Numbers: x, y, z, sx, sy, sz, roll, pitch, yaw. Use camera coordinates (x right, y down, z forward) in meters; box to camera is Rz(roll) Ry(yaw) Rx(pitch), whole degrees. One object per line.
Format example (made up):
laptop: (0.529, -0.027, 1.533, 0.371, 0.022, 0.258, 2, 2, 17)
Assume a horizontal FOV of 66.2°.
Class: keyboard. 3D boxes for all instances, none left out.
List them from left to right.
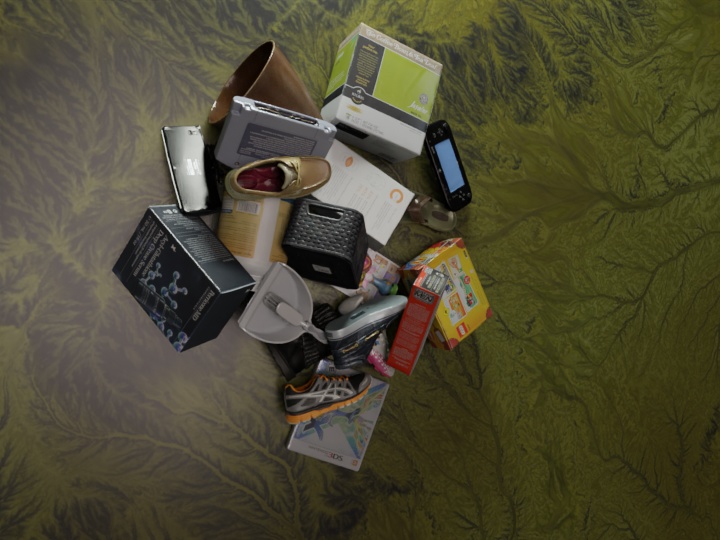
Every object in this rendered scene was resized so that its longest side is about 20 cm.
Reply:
keyboard: (-0.304, -0.181, 1.028, 0.102, 0.040, 0.204, -7, 64, -29)

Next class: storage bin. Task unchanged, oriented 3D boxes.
storage bin: (-0.062, -0.045, 1.061, 0.132, 0.201, 0.096, 12, 72, 8)

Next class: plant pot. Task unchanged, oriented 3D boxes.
plant pot: (-0.156, -0.291, 1.061, 0.199, 0.185, 0.189, 39, 78, -33)

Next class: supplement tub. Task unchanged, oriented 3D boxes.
supplement tub: (-0.202, -0.066, 1.052, 0.141, 0.144, 0.205, 12, 88, -22)

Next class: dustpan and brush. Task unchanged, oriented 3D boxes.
dustpan and brush: (-0.122, 0.091, 1.048, 0.141, 0.057, 0.200, -59, 141, -10)

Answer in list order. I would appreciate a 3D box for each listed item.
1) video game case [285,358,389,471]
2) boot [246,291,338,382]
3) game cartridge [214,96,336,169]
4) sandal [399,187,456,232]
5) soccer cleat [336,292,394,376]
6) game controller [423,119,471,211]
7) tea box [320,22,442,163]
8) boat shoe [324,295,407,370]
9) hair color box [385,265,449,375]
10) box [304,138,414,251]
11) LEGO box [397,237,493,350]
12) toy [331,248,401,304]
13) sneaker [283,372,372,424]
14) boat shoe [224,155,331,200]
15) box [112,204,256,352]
video game case: (-0.047, 0.312, 1.198, 0.179, 0.022, 0.204, 24, 83, -22)
boot: (-0.128, 0.103, 1.123, 0.156, 0.079, 0.214, -30, 113, -12)
game cartridge: (-0.154, -0.224, 0.989, 0.196, 0.041, 0.134, 8, 130, -33)
sandal: (0.139, -0.138, 1.239, 0.196, 0.057, 0.082, 9, 88, -23)
soccer cleat: (0.030, 0.139, 1.190, 0.086, 0.070, 0.201, -35, 104, 7)
game controller: (0.197, -0.237, 1.257, 0.104, 0.041, 0.204, -35, 106, -50)
tea box: (0.039, -0.358, 1.148, 0.196, 0.133, 0.202, 18, 86, -22)
boat shoe: (0.017, 0.122, 1.125, 0.197, 0.070, 0.093, -23, 113, -28)
hair color box: (0.119, 0.104, 1.151, 0.060, 0.102, 0.204, 23, 118, 11)
box: (-0.009, -0.150, 1.133, 0.198, 0.097, 0.126, 34, 79, -6)
LEGO box: (0.194, 0.051, 1.249, 0.147, 0.077, 0.204, -32, 104, -27)
toy: (0.000, 0.000, 1.192, 0.198, 0.047, 0.117, 32, 78, -21)
sneaker: (-0.067, 0.246, 1.137, 0.196, 0.078, 0.079, -17, 90, -22)
boat shoe: (-0.135, -0.160, 0.963, 0.196, 0.066, 0.076, -16, 98, -21)
box: (-0.307, 0.010, 0.962, 0.200, 0.107, 0.149, 46, 113, 11)
